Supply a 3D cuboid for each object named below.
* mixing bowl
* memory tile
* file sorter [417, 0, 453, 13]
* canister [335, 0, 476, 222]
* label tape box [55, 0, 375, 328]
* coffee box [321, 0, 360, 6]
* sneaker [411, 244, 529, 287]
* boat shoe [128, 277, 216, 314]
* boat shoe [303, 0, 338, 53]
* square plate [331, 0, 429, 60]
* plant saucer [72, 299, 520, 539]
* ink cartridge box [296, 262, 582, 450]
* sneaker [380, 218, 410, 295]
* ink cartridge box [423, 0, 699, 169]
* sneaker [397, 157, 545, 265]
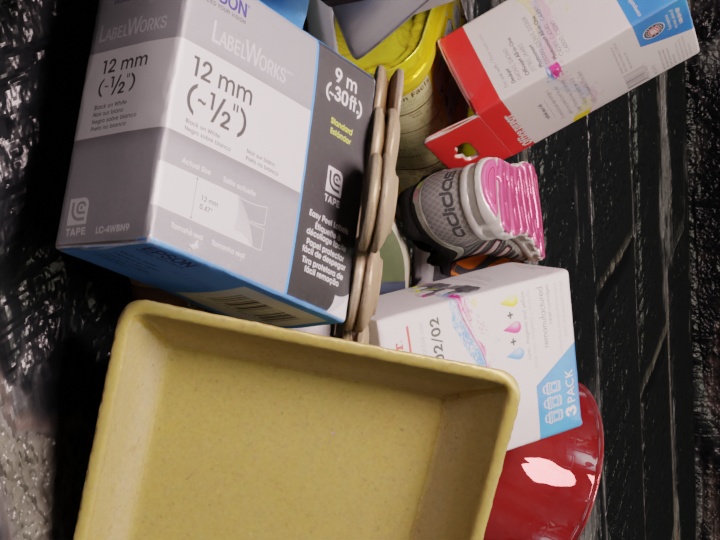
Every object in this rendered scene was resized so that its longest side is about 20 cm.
[{"bbox_3d":[0.092,0.162,1.093,0.108,0.200,0.200,25,60,-21],"label":"mixing bowl"},{"bbox_3d":[0.000,0.000,0.754,0.153,0.017,0.200,-87,-174,-57],"label":"memory tile"},{"bbox_3d":[0.048,-0.293,0.868,0.125,0.138,0.200,42,32,-70],"label":"file sorter"},{"bbox_3d":[0.040,-0.144,1.032,0.200,0.086,0.149,62,36,-54],"label":"canister"},{"bbox_3d":[-0.060,-0.085,0.662,0.143,0.066,0.200,25,68,-49],"label":"label tape box"},{"bbox_3d":[-0.010,-0.248,0.676,0.114,0.080,0.200,9,72,-74],"label":"coffee box"},{"bbox_3d":[0.097,0.058,1.034,0.078,0.112,0.200,91,-1,-57],"label":"sneaker"},{"bbox_3d":[-0.073,-0.008,0.776,0.200,0.076,0.074,-3,99,-61],"label":"boat shoe"},{"bbox_3d":[-0.045,-0.168,0.852,0.057,0.068,0.200,138,-47,-70],"label":"boat shoe"},{"bbox_3d":[0.018,-0.254,0.760,0.028,0.198,0.200,-4,68,-45],"label":"square plate"},{"bbox_3d":[-0.040,0.122,0.685,0.048,0.199,0.200,-119,-138,-76],"label":"plant saucer"},{"bbox_3d":[0.049,0.072,0.916,0.200,0.068,0.115,-14,102,-29],"label":"ink cartridge box"},{"bbox_3d":[-0.002,0.037,0.954,0.090,0.067,0.200,-73,158,-47],"label":"sneaker"},{"bbox_3d":[0.133,-0.150,0.966,0.067,0.200,0.116,65,12,18],"label":"ink cartridge box"},{"bbox_3d":[0.082,-0.041,1.000,0.200,0.087,0.074,8,74,-70],"label":"sneaker"}]
